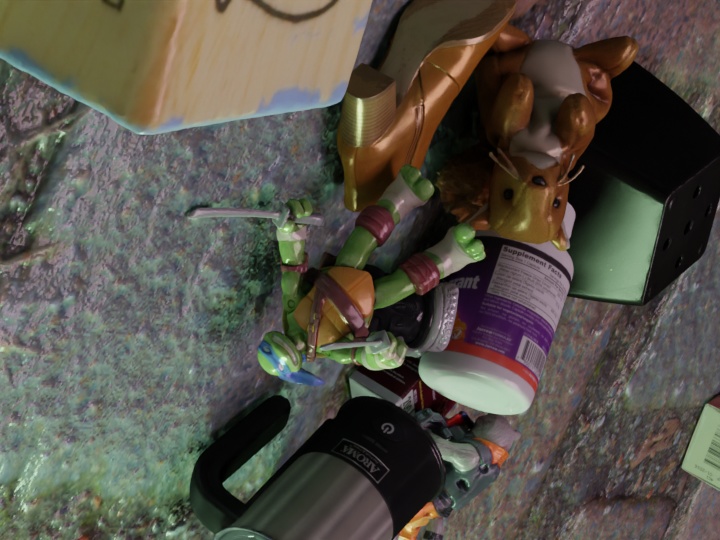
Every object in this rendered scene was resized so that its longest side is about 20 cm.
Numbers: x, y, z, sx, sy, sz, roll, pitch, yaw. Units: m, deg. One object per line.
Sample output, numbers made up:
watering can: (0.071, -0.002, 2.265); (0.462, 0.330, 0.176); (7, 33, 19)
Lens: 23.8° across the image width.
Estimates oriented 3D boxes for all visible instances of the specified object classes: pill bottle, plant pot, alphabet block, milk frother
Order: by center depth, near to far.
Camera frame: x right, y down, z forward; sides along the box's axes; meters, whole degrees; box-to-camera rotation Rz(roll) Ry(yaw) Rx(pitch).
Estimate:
alphabet block: (-0.106, -0.211, 0.952); (0.195, 0.196, 0.201); (-19, 131, -55)
milk frother: (-0.047, 0.230, 1.485); (0.188, 0.180, 0.201); (-42, 141, -39)
pill bottle: (0.135, 0.024, 1.600); (0.111, 0.111, 0.201); (59, 47, -59)
plant pot: (0.256, -0.081, 1.717); (0.199, 0.177, 0.201); (-34, 141, -43)

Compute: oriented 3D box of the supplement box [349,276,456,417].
supplement box: (0.076, 0.083, 1.687); (0.200, 0.061, 0.109); (-47, 151, -27)

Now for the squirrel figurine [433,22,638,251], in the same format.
squirrel figurine: (0.149, -0.099, 1.520); (0.200, 0.141, 0.187); (123, -25, -63)

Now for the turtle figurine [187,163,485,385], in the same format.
turtle figurine: (0.000, 0.000, 1.340); (0.194, 0.144, 0.200); (-40, 140, -20)

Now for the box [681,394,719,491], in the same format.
box: (0.620, 0.264, 2.741); (0.200, 0.109, 0.128); (-19, 131, -53)

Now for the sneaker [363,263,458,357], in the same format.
sneaker: (0.016, 0.030, 1.524); (0.200, 0.113, 0.076); (165, -63, -80)

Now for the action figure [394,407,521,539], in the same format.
action figure: (0.086, 0.219, 1.666); (0.194, 0.105, 0.200); (-50, 154, 2)

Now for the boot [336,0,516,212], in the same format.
boot: (0.052, -0.146, 1.436); (0.201, 0.071, 0.144); (-40, 152, -27)
